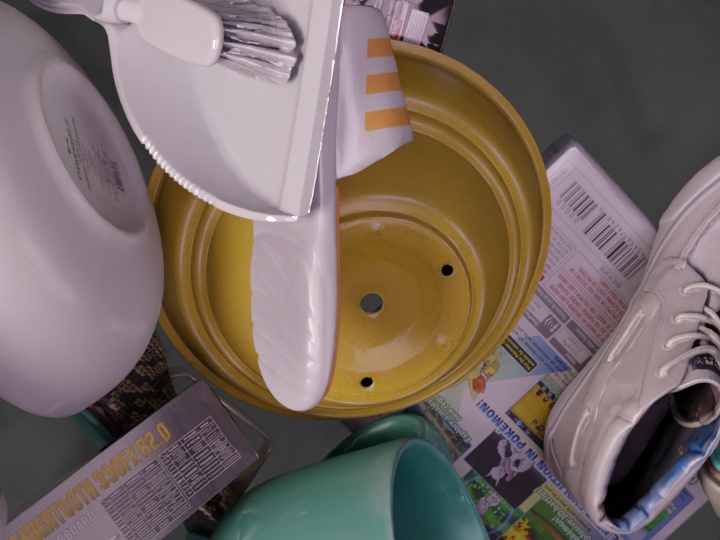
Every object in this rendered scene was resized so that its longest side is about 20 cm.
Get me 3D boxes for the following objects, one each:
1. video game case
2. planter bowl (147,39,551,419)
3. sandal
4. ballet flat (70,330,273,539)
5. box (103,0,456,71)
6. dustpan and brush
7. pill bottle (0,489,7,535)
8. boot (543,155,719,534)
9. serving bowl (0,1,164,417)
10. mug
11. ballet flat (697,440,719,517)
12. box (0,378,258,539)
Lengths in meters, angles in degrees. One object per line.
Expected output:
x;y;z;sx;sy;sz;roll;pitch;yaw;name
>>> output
0.103;0.061;1.203;0.182;0.022;0.200;-43;110;4;video game case
0.000;0.000;1.094;0.200;0.083;0.201;-4;116;-8;planter bowl
-0.012;-0.044;1.011;0.059;0.079;0.207;1;89;-29;sandal
-0.068;0.112;1.169;0.075;0.068;0.200;-39;109;-18;ballet flat
-0.022;-0.190;1.087;0.159;0.049;0.200;10;105;-16;box
-0.084;-0.108;1.015;0.057;0.200;0.140;2;103;-31;dustpan and brush
-0.230;0.038;0.926;0.116;0.116;0.200;-25;101;-2;pill bottle
0.165;0.037;1.144;0.073;0.096;0.200;27;100;-18;boot
-0.142;-0.040;1.026;0.066;0.200;0.200;-25;111;16;serving bowl
-0.002;0.161;1.102;0.114;0.185;0.152;-19;93;17;mug
0.229;0.043;1.189;0.200;0.067;0.064;-55;151;-20;ballet flat
-0.157;0.139;1.046;0.158;0.200;0.048;-36;91;42;box
